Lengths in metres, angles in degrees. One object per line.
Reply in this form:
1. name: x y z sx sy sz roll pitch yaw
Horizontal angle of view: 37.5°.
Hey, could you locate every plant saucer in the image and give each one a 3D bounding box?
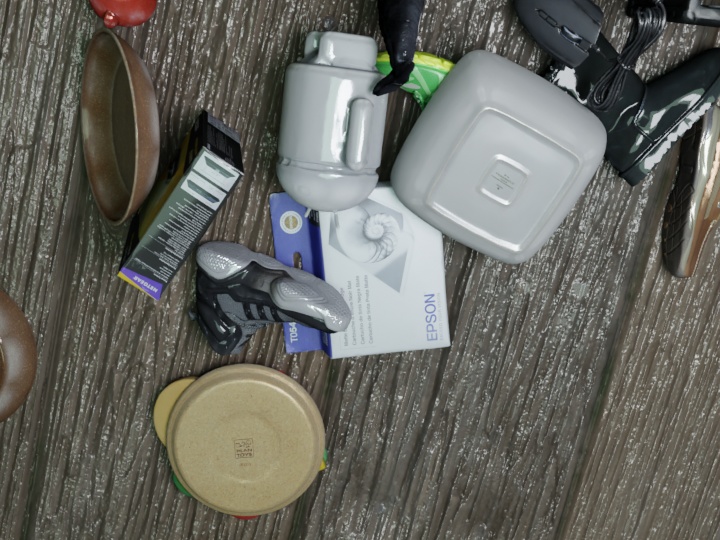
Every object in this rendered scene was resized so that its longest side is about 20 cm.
1. plant saucer: -0.483 0.103 1.244 0.197 0.037 0.203 0 103 -2
2. plant saucer: -0.250 -0.150 1.113 0.036 0.200 0.203 -5 106 -29

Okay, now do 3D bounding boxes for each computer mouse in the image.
1. computer mouse: 0.224 -0.275 1.091 0.046 0.201 0.141 -7 145 -36

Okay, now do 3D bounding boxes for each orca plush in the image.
1. orca plush: 0.025 -0.271 1.101 0.070 0.105 0.202 13 68 -6

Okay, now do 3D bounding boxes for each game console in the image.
1. game console: 0.336 -0.311 1.083 0.173 0.200 0.118 5 105 -3

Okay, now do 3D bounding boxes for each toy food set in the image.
1. toy food set: -0.140 0.206 1.276 0.198 0.049 0.200 -19 104 2

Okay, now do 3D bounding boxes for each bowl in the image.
1. bowl: 0.150 -0.108 1.139 0.198 0.075 0.201 27 114 -14

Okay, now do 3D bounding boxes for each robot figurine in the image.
1. robot figurine: -0.030 -0.150 1.133 0.111 0.169 0.203 3 101 -22

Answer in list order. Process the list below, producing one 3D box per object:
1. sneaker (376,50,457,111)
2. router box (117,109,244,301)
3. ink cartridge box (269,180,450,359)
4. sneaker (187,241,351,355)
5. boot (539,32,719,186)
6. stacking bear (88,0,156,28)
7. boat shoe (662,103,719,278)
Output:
1. sneaker: 0.098 -0.184 1.172 0.198 0.074 0.084 23 98 -8
2. router box: -0.188 -0.075 1.124 0.052 0.200 0.158 32 101 -17
3. ink cartridge box: 0.000 0.000 1.232 0.197 0.041 0.202 -6 104 0
4. sneaker: -0.108 0.051 1.212 0.198 0.075 0.115 24 111 16
5. boot: 0.300 -0.211 1.179 0.162 0.073 0.199 41 96 -4
6. stacking bear: -0.238 -0.355 1.105 0.112 0.122 0.202 17 112 1
7. boat shoe: 0.398 -0.086 1.209 0.071 0.076 0.203 8 105 -6
